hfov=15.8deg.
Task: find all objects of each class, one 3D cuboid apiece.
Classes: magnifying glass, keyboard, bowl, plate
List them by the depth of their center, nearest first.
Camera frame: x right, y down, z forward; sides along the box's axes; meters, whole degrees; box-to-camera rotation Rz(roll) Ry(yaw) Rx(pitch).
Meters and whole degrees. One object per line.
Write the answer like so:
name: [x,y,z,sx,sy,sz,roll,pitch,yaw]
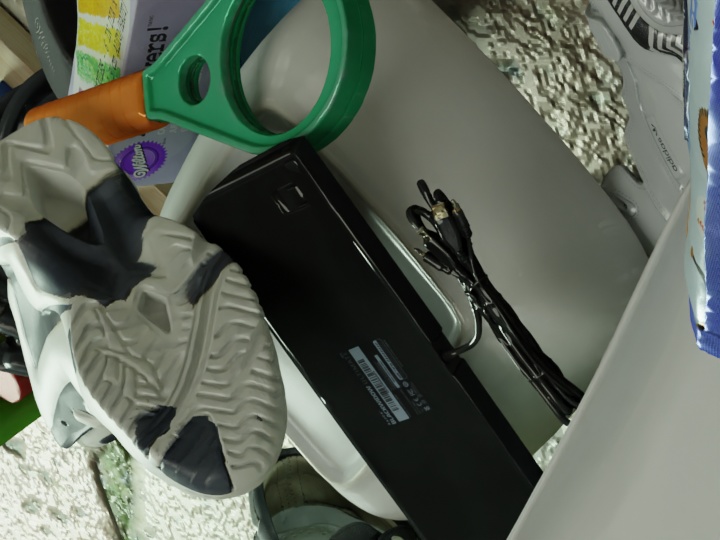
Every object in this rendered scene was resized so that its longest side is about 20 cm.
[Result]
plate: [0.170,0.089,0.939,0.199,0.032,0.200,28,97,12]
keyboard: [0.027,0.033,0.989,0.127,0.021,0.200,-23,108,47]
magnifying glass: [-0.068,-0.074,1.033,0.200,0.022,0.080,-14,79,47]
bowl: [0.000,0.000,1.067,0.200,0.075,0.200,50,137,12]

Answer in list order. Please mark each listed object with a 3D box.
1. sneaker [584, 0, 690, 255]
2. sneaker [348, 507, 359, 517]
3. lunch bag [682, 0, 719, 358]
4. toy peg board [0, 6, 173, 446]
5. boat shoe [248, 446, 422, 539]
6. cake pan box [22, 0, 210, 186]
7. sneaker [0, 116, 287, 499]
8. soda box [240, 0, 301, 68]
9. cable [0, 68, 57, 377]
sneaker: [0.115,-0.077,1.007,0.200,0.075,0.115,47,140,3]
sneaker: [0.045,0.055,1.170,0.075,0.085,0.200,48,138,15]
lunch bag: [0.170,-0.084,0.846,0.124,0.200,0.170,23,134,32]
toy peg board: [-0.200,-0.014,1.361,0.200,0.098,0.199,42,141,12]
boat shoe: [-0.002,0.135,1.107,0.200,0.075,0.061,31,137,59]
cake pan box: [-0.108,-0.162,1.128,0.200,0.052,0.185,108,147,-48]
sneaker: [-0.084,0.042,1.041,0.199,0.079,0.130,42,160,34]
soda box: [-0.029,-0.124,1.129,0.068,0.064,0.200,37,138,19]
cable: [-0.102,-0.015,1.258,0.199,0.051,0.164,11,102,4]
